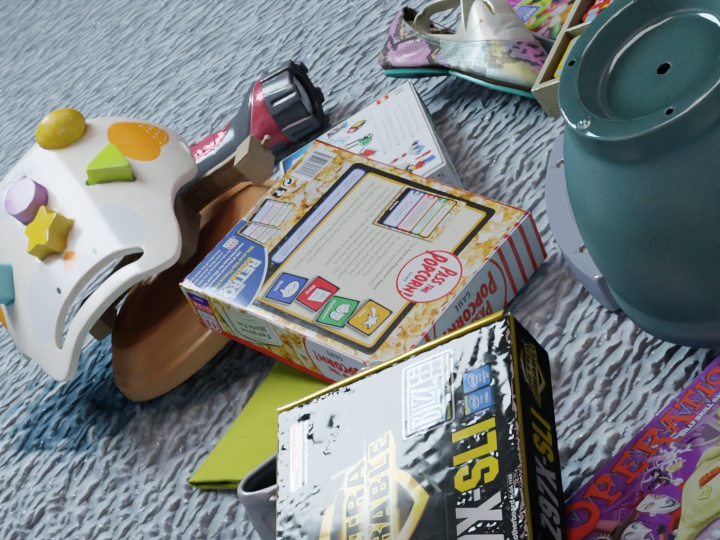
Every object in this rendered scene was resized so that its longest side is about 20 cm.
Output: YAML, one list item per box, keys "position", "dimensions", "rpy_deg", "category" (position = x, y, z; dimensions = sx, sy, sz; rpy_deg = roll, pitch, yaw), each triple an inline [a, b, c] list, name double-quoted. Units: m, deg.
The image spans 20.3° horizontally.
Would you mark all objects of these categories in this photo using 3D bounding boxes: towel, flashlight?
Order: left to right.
- position: [-0.125, -0.107, 1.702]
  dimensions: [0.199, 0.068, 0.068]
  rpy_deg: [-25, 29, 19]
  category: "flashlight"
- position: [-0.034, 0.072, 1.354]
  dimensions: [0.086, 0.018, 0.200]
  rpy_deg: [-10, 36, 51]
  category: "towel"

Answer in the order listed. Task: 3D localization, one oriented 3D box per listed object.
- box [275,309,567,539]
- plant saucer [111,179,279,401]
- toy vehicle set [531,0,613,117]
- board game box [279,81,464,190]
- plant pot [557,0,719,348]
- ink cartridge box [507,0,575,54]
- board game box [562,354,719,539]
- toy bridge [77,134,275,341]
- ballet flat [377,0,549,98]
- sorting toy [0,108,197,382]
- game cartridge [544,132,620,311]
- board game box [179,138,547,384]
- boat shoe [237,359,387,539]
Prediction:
- position: [0.029, 0.137, 1.062]
  dimensions: [0.159, 0.049, 0.201]
  rpy_deg: [-23, 46, 24]
  category: "box"
- position: [-0.119, 0.006, 1.486]
  dimensions: [0.200, 0.037, 0.201]
  rpy_deg: [-41, 21, 20]
  category: "plant saucer"
- position: [0.204, -0.193, 1.409]
  dimensions: [0.124, 0.027, 0.201]
  rpy_deg: [-17, 33, 40]
  category: "toy vehicle set"
- position: [0.005, -0.069, 1.506]
  dimensions: [0.126, 0.035, 0.200]
  rpy_deg: [-32, 22, 7]
  category: "board game box"
- position: [0.189, -0.078, 1.098]
  dimensions: [0.199, 0.134, 0.201]
  rpy_deg: [-26, 40, 24]
  category: "plant pot"
- position: [0.182, -0.202, 1.534]
  dimensions: [0.119, 0.042, 0.199]
  rpy_deg: [-43, 29, -16]
  category: "ink cartridge box"
- position: [0.192, 0.096, 1.032]
  dimensions: [0.200, 0.032, 0.120]
  rpy_deg: [-42, 23, -14]
  category: "board game box"
- position: [-0.134, -0.032, 1.492]
  dimensions: [0.200, 0.027, 0.067]
  rpy_deg: [-43, 20, 20]
  category: "toy bridge"
- position: [0.083, -0.175, 1.537]
  dimensions: [0.069, 0.072, 0.199]
  rpy_deg: [0, 9, -36]
  category: "ballet flat"
- position: [-0.199, -0.010, 1.447]
  dimensions: [0.200, 0.107, 0.180]
  rpy_deg: [-48, 38, 7]
  category: "sorting toy"
- position: [0.183, -0.053, 1.283]
  dimensions: [0.132, 0.041, 0.201]
  rpy_deg: [-25, 27, 12]
  category: "game cartridge"
- position: [0.000, 0.000, 1.331]
  dimensions: [0.199, 0.047, 0.152]
  rpy_deg: [22, 60, 40]
  category: "board game box"
- position: [0.014, 0.091, 1.201]
  dimensions: [0.199, 0.069, 0.072]
  rpy_deg: [-35, 26, 0]
  category: "boat shoe"
